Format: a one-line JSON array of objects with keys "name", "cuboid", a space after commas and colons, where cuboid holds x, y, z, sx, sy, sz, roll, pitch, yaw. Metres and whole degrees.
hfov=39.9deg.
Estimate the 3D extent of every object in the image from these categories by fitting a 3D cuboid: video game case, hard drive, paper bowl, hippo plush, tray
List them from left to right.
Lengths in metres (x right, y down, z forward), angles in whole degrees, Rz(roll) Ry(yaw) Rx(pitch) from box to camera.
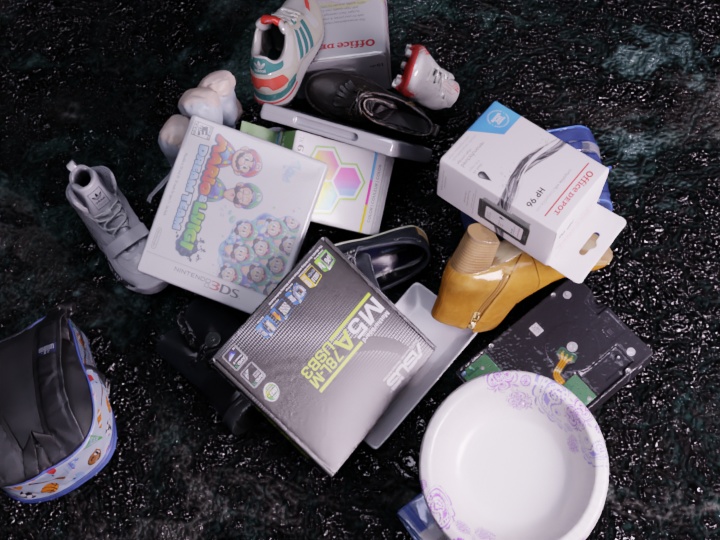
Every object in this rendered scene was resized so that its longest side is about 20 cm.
[{"name": "hippo plush", "cuboid": [-0.169, -0.140, 1.291, 0.159, 0.159, 0.202, 30, 95, 6]}, {"name": "video game case", "cuboid": [-0.154, -0.064, 1.200, 0.179, 0.024, 0.203, 20, 87, 5]}, {"name": "video game case", "cuboid": [-0.013, -0.177, 1.297, 0.179, 0.200, 0.024, 19, 99, 16]}, {"name": "tray", "cuboid": [0.046, 0.116, 1.221, 0.107, 0.022, 0.200, 36, 72, 22]}, {"name": "paper bowl", "cuboid": [0.166, 0.218, 1.071, 0.197, 0.105, 0.204, -4, 70, 10]}, {"name": "hard drive", "cuboid": [0.230, 0.117, 1.188, 0.199, 0.038, 0.140, -37, 64, -13]}]

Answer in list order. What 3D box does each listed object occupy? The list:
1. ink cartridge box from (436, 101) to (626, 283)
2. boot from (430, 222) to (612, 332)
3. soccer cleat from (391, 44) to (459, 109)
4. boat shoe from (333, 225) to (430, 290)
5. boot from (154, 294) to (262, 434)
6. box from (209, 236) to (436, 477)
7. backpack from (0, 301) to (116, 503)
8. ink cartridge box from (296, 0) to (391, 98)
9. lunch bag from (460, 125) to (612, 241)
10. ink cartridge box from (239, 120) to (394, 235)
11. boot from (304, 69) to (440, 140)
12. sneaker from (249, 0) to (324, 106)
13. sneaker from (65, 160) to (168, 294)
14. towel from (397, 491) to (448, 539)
[{"name": "ink cartridge box", "cuboid": [0.198, -0.090, 1.123, 0.199, 0.068, 0.116, 34, 63, 19]}, {"name": "boot", "cuboid": [0.190, 0.013, 1.192, 0.197, 0.146, 0.071, 4, 42, -15]}, {"name": "soccer cleat", "cuboid": [0.092, -0.251, 1.323, 0.084, 0.200, 0.070, 22, 94, 4]}, {"name": "boat shoe", "cuboid": [0.000, 0.000, 1.255, 0.197, 0.076, 0.062, -21, 24, -8]}, {"name": "boot", "cuboid": [-0.140, 0.079, 1.233, 0.200, 0.077, 0.168, -42, 68, -8]}, {"name": "box", "cuboid": [-0.042, 0.099, 1.156, 0.193, 0.047, 0.200, 44, 73, -4]}, {"name": "backpack", "cuboid": [-0.382, 0.174, 1.175, 0.198, 0.155, 0.192, -30, 54, -2]}, {"name": "ink cartridge box", "cuboid": [-0.031, -0.359, 1.448, 0.142, 0.085, 0.203, -5, 60, 6]}, {"name": "lunch bag", "cuboid": [0.222, -0.101, 1.248, 0.196, 0.137, 0.134, -10, 62, -1]}, {"name": "ink cartridge box", "cuboid": [-0.062, -0.116, 1.258, 0.197, 0.059, 0.106, 12, 90, -28]}, {"name": "boot", "cuboid": [0.012, -0.220, 1.303, 0.197, 0.174, 0.070, 18, 98, 2]}, {"name": "sneaker", "cuboid": [-0.099, -0.318, 1.329, 0.069, 0.094, 0.202, 9, 58, 14]}, {"name": "sneaker", "cuboid": [-0.326, -0.060, 1.310, 0.075, 0.115, 0.200, -36, 64, -12]}, {"name": "towel", "cuboid": [0.150, 0.306, 1.107, 0.146, 0.024, 0.201, -34, 63, -11]}]
